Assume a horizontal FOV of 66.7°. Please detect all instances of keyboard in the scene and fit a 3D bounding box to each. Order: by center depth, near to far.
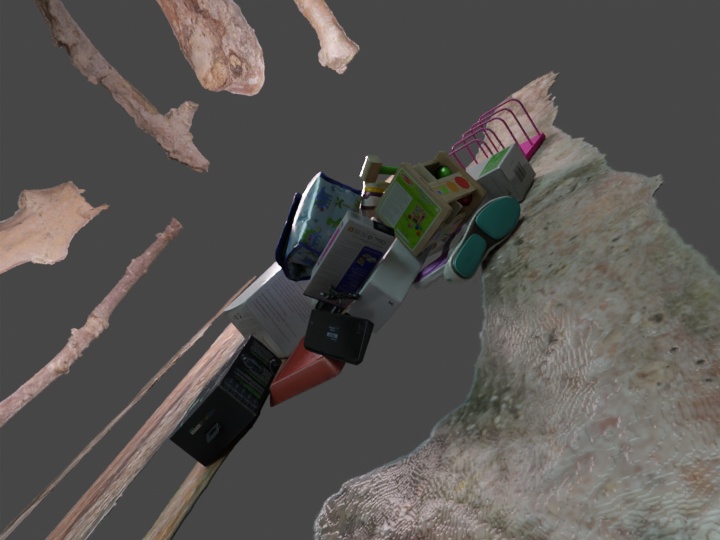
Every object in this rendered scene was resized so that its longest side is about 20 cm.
[{"bbox_3d":[-0.037,0.092,0.969,0.199,0.020,0.129,3,77,56],"label":"keyboard"}]

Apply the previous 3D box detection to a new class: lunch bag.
[{"bbox_3d":[-0.096,-0.079,1.133,0.200,0.126,0.172,-34,36,64],"label":"lunch bag"}]

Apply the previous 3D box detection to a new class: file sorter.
[{"bbox_3d":[0.304,-0.282,1.262,0.200,0.126,0.138,-48,16,-33],"label":"file sorter"}]

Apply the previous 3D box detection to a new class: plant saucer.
[{"bbox_3d":[-0.085,0.161,1.080,0.199,0.037,0.200,-32,15,34],"label":"plant saucer"}]

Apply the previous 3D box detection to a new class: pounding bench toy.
[{"bbox_3d":[0.114,-0.158,1.049,0.155,0.200,0.125,-26,-22,-43],"label":"pounding bench toy"}]

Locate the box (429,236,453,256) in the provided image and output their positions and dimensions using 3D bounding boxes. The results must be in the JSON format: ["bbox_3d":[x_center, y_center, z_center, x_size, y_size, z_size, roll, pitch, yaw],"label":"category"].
[{"bbox_3d":[0.113,-0.039,1.183,0.199,0.039,0.042,-28,15,43],"label":"box"}]

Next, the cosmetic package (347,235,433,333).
[{"bbox_3d":[0.060,0.011,1.031,0.102,0.071,0.201,-55,1,42],"label":"cosmetic package"}]

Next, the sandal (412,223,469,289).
[{"bbox_3d":[0.170,-0.044,1.008,0.202,0.050,0.082,-43,13,-5],"label":"sandal"}]

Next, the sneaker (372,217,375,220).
[{"bbox_3d":[0.127,-0.103,1.242,0.197,0.100,0.075,-12,-39,-25],"label":"sneaker"}]

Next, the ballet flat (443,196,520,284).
[{"bbox_3d":[0.201,-0.052,0.936,0.200,0.070,0.069,-48,15,-26],"label":"ballet flat"}]

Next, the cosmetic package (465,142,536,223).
[{"bbox_3d":[0.245,-0.162,1.122,0.199,0.085,0.108,-24,21,46],"label":"cosmetic package"}]

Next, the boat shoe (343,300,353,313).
[{"bbox_3d":[-0.043,0.059,1.227,0.074,0.069,0.199,-46,14,-29],"label":"boat shoe"}]

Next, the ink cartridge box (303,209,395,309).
[{"bbox_3d":[-0.025,-0.014,1.006,0.201,0.094,0.037,-56,23,35],"label":"ink cartridge box"}]

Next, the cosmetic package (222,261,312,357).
[{"bbox_3d":[-0.195,0.089,1.347,0.200,0.167,0.167,-46,14,-31],"label":"cosmetic package"}]

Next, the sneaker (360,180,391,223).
[{"bbox_3d":[0.076,-0.133,1.162,0.075,0.198,0.092,15,97,50],"label":"sneaker"}]

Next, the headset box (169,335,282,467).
[{"bbox_3d":[-0.261,0.255,1.076,0.174,0.093,0.200,-46,9,20],"label":"headset box"}]

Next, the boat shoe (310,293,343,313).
[{"bbox_3d":[-0.013,0.020,1.107,0.200,0.060,0.076,-48,-16,-1],"label":"boat shoe"}]
